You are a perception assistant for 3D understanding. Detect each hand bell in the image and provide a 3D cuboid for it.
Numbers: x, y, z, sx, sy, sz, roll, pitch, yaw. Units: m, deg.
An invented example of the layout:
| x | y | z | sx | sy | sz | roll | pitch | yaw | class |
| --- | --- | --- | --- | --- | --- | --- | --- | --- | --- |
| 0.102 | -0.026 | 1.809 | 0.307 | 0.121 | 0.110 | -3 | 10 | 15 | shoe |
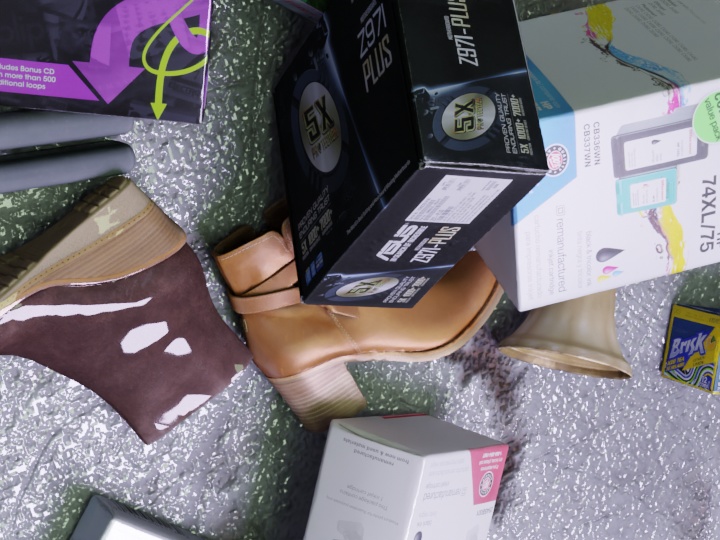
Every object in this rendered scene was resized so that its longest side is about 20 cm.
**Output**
| x | y | z | sx | sy | sz | roll | pitch | yaw | class |
| --- | --- | --- | --- | --- | --- | --- | --- | --- | --- |
| 0.174 | -0.026 | 1.269 | 0.104 | 0.104 | 0.201 | 18 | 79 | -31 | hand bell |

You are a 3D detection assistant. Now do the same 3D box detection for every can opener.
| x | y | z | sx | sy | sz | roll | pitch | yaw | class |
| --- | --- | --- | --- | --- | --- | --- | --- | --- | --- |
| -0.234 | -0.076 | 1.038 | 0.199 | 0.066 | 0.053 | -11 | 110 | -36 | can opener |

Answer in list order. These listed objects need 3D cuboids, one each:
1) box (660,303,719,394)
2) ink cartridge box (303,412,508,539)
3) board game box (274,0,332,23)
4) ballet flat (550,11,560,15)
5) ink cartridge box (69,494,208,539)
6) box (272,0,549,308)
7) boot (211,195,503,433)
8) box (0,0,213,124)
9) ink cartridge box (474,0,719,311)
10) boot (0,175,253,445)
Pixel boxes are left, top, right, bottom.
| x | y | z | sx | sy | sz | roll | pitch | yaw | class |
| --- | --- | --- | --- | --- | --- | --- | --- | --- | --- |
| 0.349 | 0.072 | 1.381 | 0.199 | 0.070 | 0.065 | 6 | 95 | -30 | box |
| 0.022 | 0.212 | 1.191 | 0.145 | 0.084 | 0.201 | 4 | 102 | -61 | ink cartridge box |
| -0.019 | -0.266 | 1.055 | 0.199 | 0.041 | 0.201 | 5 | 102 | -71 | board game box |
| 0.207 | -0.146 | 1.251 | 0.199 | 0.071 | 0.065 | 11 | 131 | -32 | ballet flat |
| -0.160 | 0.276 | 1.163 | 0.160 | 0.047 | 0.201 | 28 | 92 | -31 | ink cartridge box |
| 0.024 | -0.090 | 1.054 | 0.086 | 0.200 | 0.165 | 3 | 65 | -24 | box |
| 0.000 | 0.000 | 1.180 | 0.199 | 0.077 | 0.156 | -32 | 110 | -11 | boot |
| -0.157 | -0.192 | 1.005 | 0.142 | 0.036 | 0.201 | 4 | 116 | -5 | box |
| 0.174 | -0.089 | 1.153 | 0.199 | 0.146 | 0.148 | -14 | 123 | -11 | ink cartridge box |
| -0.179 | 0.055 | 1.084 | 0.200 | 0.072 | 0.167 | -37 | 118 | -15 | boot |
